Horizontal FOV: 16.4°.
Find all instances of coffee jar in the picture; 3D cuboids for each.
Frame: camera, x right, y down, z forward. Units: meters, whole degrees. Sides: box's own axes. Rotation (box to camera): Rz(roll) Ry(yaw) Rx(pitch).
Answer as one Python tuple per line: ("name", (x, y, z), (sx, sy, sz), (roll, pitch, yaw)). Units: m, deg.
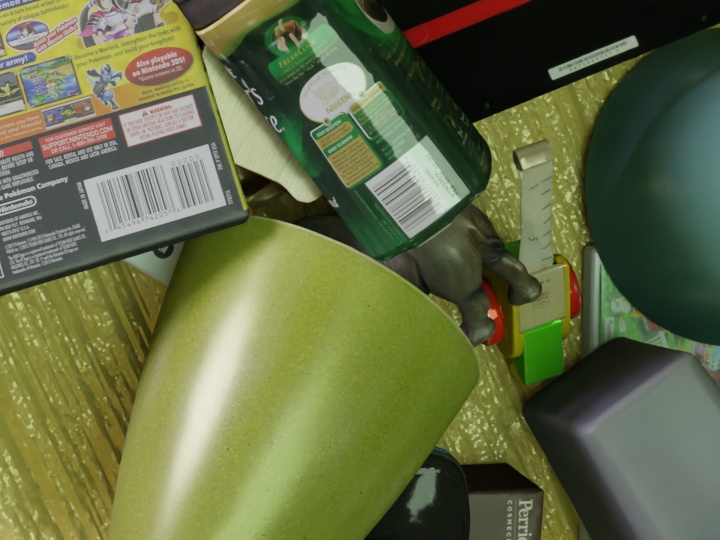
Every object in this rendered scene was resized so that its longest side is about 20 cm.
("coffee jar", (-0.018, -0.109, 1.334), (0.085, 0.104, 0.200), (-35, 103, 13))

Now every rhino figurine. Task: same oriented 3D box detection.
("rhino figurine", (0.000, 0.000, 1.454), (0.088, 0.199, 0.060), (58, 41, -35))

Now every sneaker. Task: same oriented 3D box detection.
("sneaker", (0.025, 0.202, 1.450), (0.073, 0.082, 0.201), (15, 88, -13))

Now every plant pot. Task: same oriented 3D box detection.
("plant pot", (-0.058, 0.104, 1.391), (0.187, 0.187, 0.201), (35, 67, -18))
("plant pot", (0.254, -0.051, 1.492), (0.199, 0.161, 0.202), (0, 91, -15))

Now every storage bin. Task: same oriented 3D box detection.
("storage bin", (0.186, 0.113, 1.485), (0.145, 0.200, 0.135), (-35, 98, -7))

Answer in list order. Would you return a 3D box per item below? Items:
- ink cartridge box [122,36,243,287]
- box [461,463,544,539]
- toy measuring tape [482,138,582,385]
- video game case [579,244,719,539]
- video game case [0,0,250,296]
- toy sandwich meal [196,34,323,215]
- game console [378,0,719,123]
("ink cartridge box", (-0.143, -0.121, 1.445), (0.199, 0.041, 0.201), (28, 91, -19))
("box", (0.007, 0.176, 1.525), (0.199, 0.075, 0.101), (-1, 100, -17))
("toy measuring tape", (0.095, -0.012, 1.498), (0.073, 0.074, 0.201), (-17, 134, -12))
("video game case", (0.228, 0.079, 1.596), (0.181, 0.022, 0.201), (-3, 100, -15))
("video game case", (-0.179, -0.085, 1.344), (0.199, 0.026, 0.182), (-17, 85, -8))
("toy sandwich meal", (-0.083, -0.113, 1.405), (0.204, 0.070, 0.207), (-2, 98, -17))
("game console", (0.104, -0.173, 1.378), (0.199, 0.031, 0.177), (-21, 137, 11))
